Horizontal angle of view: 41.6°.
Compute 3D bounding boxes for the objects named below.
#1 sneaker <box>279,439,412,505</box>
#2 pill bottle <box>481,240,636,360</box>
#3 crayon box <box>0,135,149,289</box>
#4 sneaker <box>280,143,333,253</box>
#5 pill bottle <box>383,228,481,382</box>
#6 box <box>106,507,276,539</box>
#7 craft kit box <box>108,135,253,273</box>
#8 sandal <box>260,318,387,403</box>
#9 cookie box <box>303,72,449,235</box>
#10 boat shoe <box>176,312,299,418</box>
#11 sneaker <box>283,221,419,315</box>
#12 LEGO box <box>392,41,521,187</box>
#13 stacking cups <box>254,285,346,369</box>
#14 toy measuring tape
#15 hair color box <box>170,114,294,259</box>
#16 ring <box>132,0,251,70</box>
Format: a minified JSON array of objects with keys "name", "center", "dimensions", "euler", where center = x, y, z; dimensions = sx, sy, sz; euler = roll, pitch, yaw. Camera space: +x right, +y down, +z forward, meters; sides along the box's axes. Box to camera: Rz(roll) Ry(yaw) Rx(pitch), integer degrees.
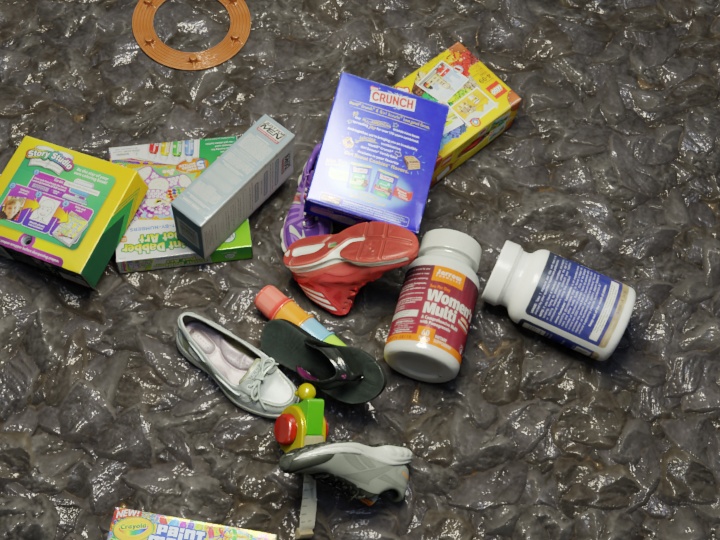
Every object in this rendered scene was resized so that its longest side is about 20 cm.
[{"name":"sneaker","center":[-0.013,0.260,1.220],"dimensions":[0.199,0.074,0.080],"euler":[12,70,-33]},{"name":"pill bottle","center":[0.282,0.039,1.364],"dimensions":[0.199,0.116,0.116],"euler":[25,64,6]},{"name":"crayon box","center":[-0.435,-0.087,1.367],"dimensions":[0.199,0.058,0.173],"euler":[18,68,16]},{"name":"sneaker","center":[-0.074,-0.104,1.421],"dimensions":[0.080,0.084,0.201],"euler":[7,64,-2]},{"name":"pill bottle","center":[0.108,0.048,1.348],"dimensions":[0.109,0.110,0.201],"euler":[16,64,3]},{"name":"box","center":[-0.214,0.407,1.136],"dimensions":[0.199,0.122,0.194],"euler":[9,62,-1]},{"name":"craft kit box","center":[-0.272,-0.102,1.425],"dimensions":[0.199,0.049,0.199],"euler":[-7,68,-9]},{"name":"sandal","center":[-0.059,0.127,1.279],"dimensions":[0.200,0.048,0.076],"euler":[20,102,25]},{"name":"cookie box","center":[0.024,-0.162,1.377],"dimensions":[0.170,0.075,0.201],"euler":[17,77,-6]},{"name":"boat shoe","center":[-0.171,0.130,1.306],"dimensions":[0.202,0.065,0.074],"euler":[38,67,10]},{"name":"sneaker","center":[0.000,0.000,1.348],"dimensions":[0.199,0.116,0.079],"euler":[-2,47,24]},{"name":"LEGO box","center":[0.130,-0.248,1.513],"dimensions":[0.200,0.077,0.149],"euler":[-38,72,-21]},{"name":"stacking cups","center":[-0.067,0.097,1.344],"dimensions":[0.200,0.061,0.060],"euler":[41,67,19]},{"name":"toy measuring tape","center":[-0.082,0.251,1.266],"dimensions":[0.073,0.074,0.201],"euler":[4,84,-3]},{"name":"hair color box","center":[-0.180,-0.121,1.365],"dimensions":[0.061,0.099,0.200],"euler":[37,66,13]},{"name":"ring","center":[-0.284,-0.422,1.594],"dimensions":[0.199,0.019,0.202],"euler":[2,64,-5]}]
